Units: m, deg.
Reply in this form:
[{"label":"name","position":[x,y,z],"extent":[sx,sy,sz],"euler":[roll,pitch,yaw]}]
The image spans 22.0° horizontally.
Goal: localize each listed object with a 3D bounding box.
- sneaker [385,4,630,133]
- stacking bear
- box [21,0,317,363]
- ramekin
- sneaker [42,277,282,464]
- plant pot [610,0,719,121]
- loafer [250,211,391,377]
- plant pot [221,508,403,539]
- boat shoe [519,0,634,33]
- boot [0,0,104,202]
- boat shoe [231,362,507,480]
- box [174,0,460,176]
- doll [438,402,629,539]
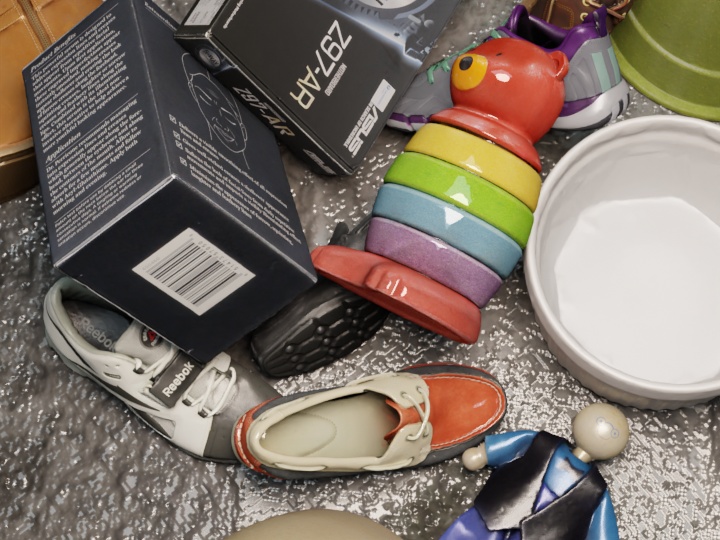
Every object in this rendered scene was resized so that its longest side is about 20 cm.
[{"label":"sneaker","position":[0.095,-0.149,1.321],"extent":[0.199,0.088,0.074],"euler":[1,27,29]},{"label":"stacking bear","position":[0.071,-0.063,1.235],"extent":[0.114,0.121,0.200],"euler":[29,84,-34]},{"label":"box","position":[-0.131,-0.066,1.245],"extent":[0.107,0.148,0.200],"euler":[-35,44,19]},{"label":"ramekin","position":[0.210,0.004,1.293],"extent":[0.199,0.105,0.201],"euler":[0,71,0]},{"label":"sneaker","position":[-0.137,0.068,1.281],"extent":[0.200,0.089,0.074],"euler":[27,72,7]},{"label":"plant pot","position":[0.276,-0.235,1.330],"extent":[0.199,0.190,0.201],"euler":[0,72,0]},{"label":"loafer","position":[0.000,0.000,1.319],"extent":[0.200,0.068,0.070],"euler":[-38,55,-8]},{"label":"plant pot","position":[-0.053,0.233,1.142],"extent":[0.187,0.200,0.188],"euler":[-3,78,14]},{"label":"boat shoe","position":[0.165,-0.196,1.313],"extent":[0.070,0.200,0.071],"euler":[-4,67,-13]},{"label":"boot","position":[-0.265,-0.142,1.361],"extent":[0.200,0.074,0.155],"euler":[-30,75,-22]},{"label":"boat shoe","position":[0.012,0.103,1.263],"extent":[0.199,0.063,0.071],"euler":[-7,84,-17]},{"label":"box","position":[-0.018,-0.192,1.300],"extent":[0.160,0.043,0.200],"euler":[43,70,-33]},{"label":"doll","position":[0.118,0.175,1.263],"extent":[0.136,0.048,0.200],"euler":[36,78,11]}]
